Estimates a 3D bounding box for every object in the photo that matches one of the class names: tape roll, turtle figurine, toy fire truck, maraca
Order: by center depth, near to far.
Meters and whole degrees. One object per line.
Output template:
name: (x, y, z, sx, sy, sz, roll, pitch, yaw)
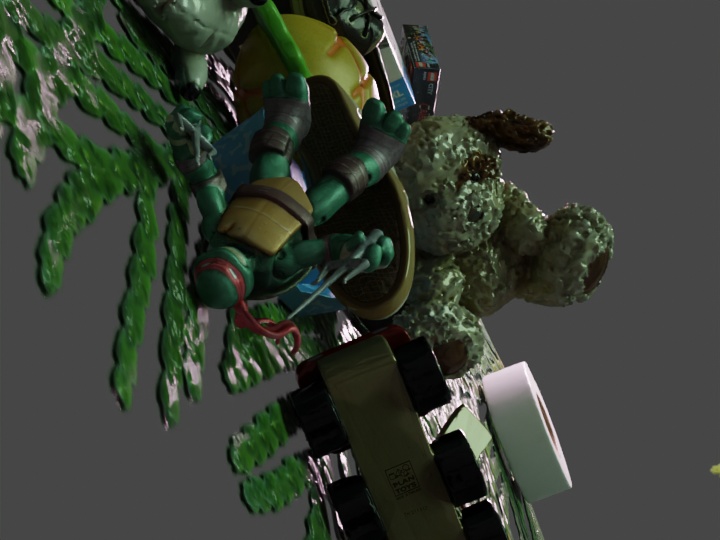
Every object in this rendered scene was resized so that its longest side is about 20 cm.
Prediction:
turtle figurine: (-0.051, -0.038, 0.848, 0.149, 0.101, 0.200, 32, 41, 0)
toy fire truck: (0.034, 0.119, 1.011, 0.200, 0.128, 0.177, -141, -152, -82)
maraca: (-0.047, -0.141, 1.106, 0.137, 0.107, 0.200, 55, -6, 40)
tape roll: (0.250, 0.242, 2.212, 0.202, 0.070, 0.203, -22, 90, -81)

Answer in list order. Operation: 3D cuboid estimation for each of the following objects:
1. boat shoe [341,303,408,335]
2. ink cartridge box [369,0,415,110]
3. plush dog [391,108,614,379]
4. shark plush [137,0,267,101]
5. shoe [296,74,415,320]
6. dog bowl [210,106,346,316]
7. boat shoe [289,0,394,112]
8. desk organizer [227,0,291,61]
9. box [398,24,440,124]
boat shoe: (0.002, -0.001, 1.213, 0.066, 0.074, 0.200, -77, 144, -73)
ink cartridge box: (-0.007, -0.316, 1.930, 0.146, 0.084, 0.201, -100, 167, -55)
plush dog: (0.073, -0.041, 1.130, 0.160, 0.199, 0.172, 42, -23, 55)
shark plush: (-0.113, -0.198, 0.996, 0.083, 0.091, 0.200, 34, 24, -16)
shoe: (-0.001, -0.046, 0.960, 0.053, 0.070, 0.201, 45, 22, -49)
dog bowl: (-0.051, -0.033, 1.026, 0.200, 0.049, 0.112, 51, 19, -64)
boat shoe: (-0.010, -0.193, 1.185, 0.201, 0.064, 0.073, 75, 27, -44)
desk organizer: (-0.096, -0.238, 1.182, 0.200, 0.071, 0.077, 55, 13, -60)
box: (0.071, -0.224, 2.065, 0.137, 0.037, 0.201, -99, -166, -56)
